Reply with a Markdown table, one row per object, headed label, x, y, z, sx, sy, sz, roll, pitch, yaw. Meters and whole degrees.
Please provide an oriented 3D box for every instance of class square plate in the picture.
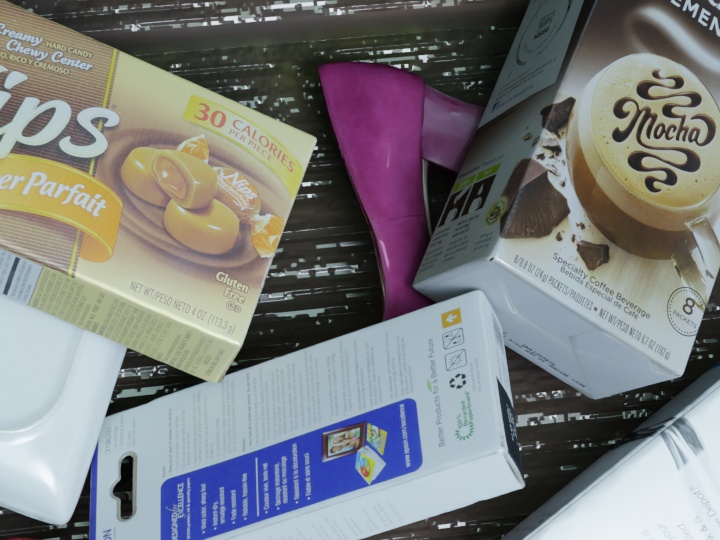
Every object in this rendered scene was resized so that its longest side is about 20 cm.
| label | x | y | z | sx | sy | sz | roll | pitch | yaw |
| --- | --- | --- | --- | --- | --- | --- | --- | --- | --- |
| square plate | -0.196 | -0.007 | 1.016 | 0.199 | 0.028 | 0.199 | 21 | 66 | -8 |

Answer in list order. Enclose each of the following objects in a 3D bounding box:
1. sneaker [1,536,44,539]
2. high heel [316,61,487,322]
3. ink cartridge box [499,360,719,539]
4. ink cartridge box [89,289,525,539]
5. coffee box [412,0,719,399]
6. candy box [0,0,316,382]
| label | x | y | z | sx | sy | sz | roll | pitch | yaw |
| --- | --- | --- | --- | --- | --- | --- | --- | --- | --- |
| sneaker | -0.092 | 0.204 | 1.010 | 0.199 | 0.078 | 0.116 | 23 | 79 | -4 |
| high heel | 0.000 | 0.000 | 1.058 | 0.095 | 0.067 | 0.201 | 16 | 73 | -2 |
| ink cartridge box | 0.177 | 0.136 | 1.054 | 0.200 | 0.086 | 0.147 | -37 | 89 | -10 |
| ink cartridge box | -0.027 | 0.081 | 0.985 | 0.199 | 0.037 | 0.095 | -17 | 45 | 13 |
| coffee box | 0.120 | -0.057 | 1.039 | 0.113 | 0.080 | 0.201 | 30 | 67 | -19 |
| candy box | -0.132 | -0.043 | 1.002 | 0.199 | 0.055 | 0.116 | 23 | 62 | -6 |
